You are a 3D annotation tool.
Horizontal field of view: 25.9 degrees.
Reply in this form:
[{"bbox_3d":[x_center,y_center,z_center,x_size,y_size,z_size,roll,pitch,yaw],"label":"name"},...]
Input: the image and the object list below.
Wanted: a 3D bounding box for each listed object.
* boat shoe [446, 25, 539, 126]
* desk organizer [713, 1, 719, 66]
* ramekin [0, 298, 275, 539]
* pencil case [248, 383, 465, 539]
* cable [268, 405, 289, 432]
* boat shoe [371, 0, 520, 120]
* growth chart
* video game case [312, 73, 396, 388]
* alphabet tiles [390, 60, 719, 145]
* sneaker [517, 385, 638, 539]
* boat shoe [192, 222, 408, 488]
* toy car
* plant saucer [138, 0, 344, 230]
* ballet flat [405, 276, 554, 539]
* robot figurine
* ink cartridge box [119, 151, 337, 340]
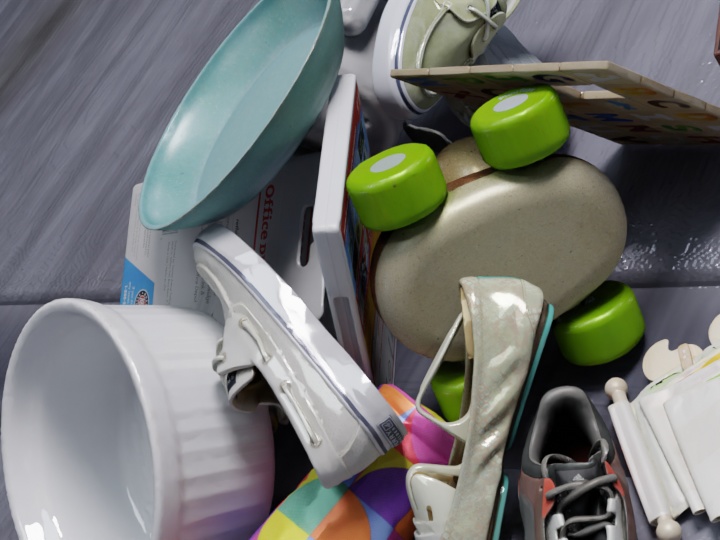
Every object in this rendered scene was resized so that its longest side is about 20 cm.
[{"bbox_3d":[0.095,-0.136,1.153,0.062,0.072,0.200,-61,27,24],"label":"boat shoe"},{"bbox_3d":[0.321,-0.151,0.944,0.199,0.077,0.072,-14,42,33],"label":"desk organizer"},{"bbox_3d":[-0.141,0.116,0.990,0.200,0.097,0.202,5,97,51],"label":"ramekin"},{"bbox_3d":[-0.019,0.162,0.915,0.200,0.088,0.088,-47,35,-10],"label":"pencil case"},{"bbox_3d":[-0.056,0.045,1.102,0.097,0.050,0.200,-42,36,9],"label":"cable"},{"bbox_3d":[0.069,-0.183,1.078,0.062,0.072,0.201,-1,47,36],"label":"boat shoe"},{"bbox_3d":[0.227,0.068,0.843,0.199,0.018,0.145,-25,37,21],"label":"growth chart"},{"bbox_3d":[0.000,0.000,0.981,0.017,0.201,0.144,-3,43,9],"label":"video game case"},{"bbox_3d":[0.144,-0.100,0.969,0.166,0.199,0.008,5,84,46],"label":"alphabet tiles"},{"bbox_3d":[0.110,0.140,0.801,0.076,0.082,0.201,-10,39,2],"label":"sneaker"},{"bbox_3d":[-0.055,0.050,0.916,0.070,0.071,0.200,-39,56,-6],"label":"boat shoe"},{"bbox_3d":[0.066,-0.029,0.981,0.157,0.165,0.200,-26,21,-4],"label":"toy car"},{"bbox_3d":[-0.069,-0.102,0.995,0.200,0.036,0.201,-43,26,28],"label":"plant saucer"},{"bbox_3d":[0.055,0.100,0.870,0.067,0.062,0.202,137,147,-83],"label":"ballet flat"},{"bbox_3d":[-0.009,-0.156,1.124,0.170,0.112,0.201,116,176,-60],"label":"robot figurine"},{"bbox_3d":[-0.072,-0.008,1.053,0.199,0.068,0.117,-6,74,43],"label":"ink cartridge box"}]
